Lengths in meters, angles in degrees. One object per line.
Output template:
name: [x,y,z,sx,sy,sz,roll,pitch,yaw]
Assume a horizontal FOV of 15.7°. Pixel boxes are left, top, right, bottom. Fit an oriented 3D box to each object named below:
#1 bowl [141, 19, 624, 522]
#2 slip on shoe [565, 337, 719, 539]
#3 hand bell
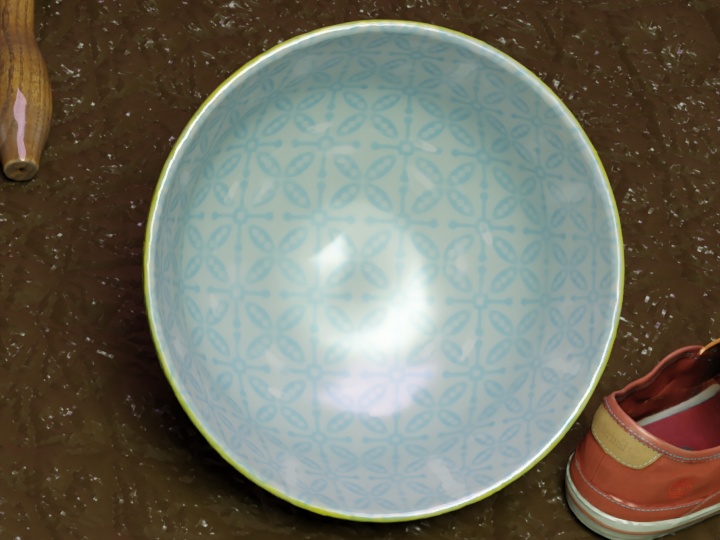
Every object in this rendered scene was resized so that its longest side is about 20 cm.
bowl: [0.000,0.000,1.093,0.199,0.201,0.108,0,0,-13]
slip on shoe: [0.173,0.054,1.123,0.200,0.061,0.074,-20,49,-32]
hand bell: [-0.163,-0.128,1.246,0.104,0.104,0.200,0,56,-12]
